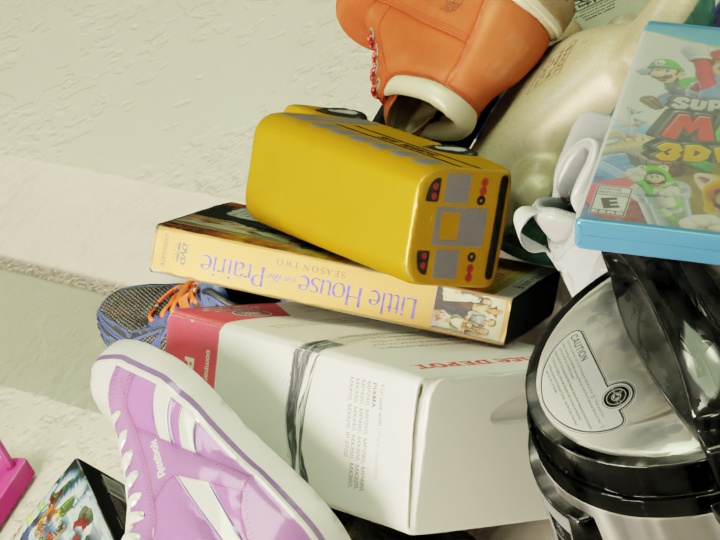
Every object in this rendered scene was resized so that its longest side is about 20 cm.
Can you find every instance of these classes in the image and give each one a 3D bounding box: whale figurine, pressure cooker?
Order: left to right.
[{"bbox_3d":[0.138,-0.076,1.598,0.200,0.104,0.159,-41,14,49],"label":"whale figurine"},{"bbox_3d":[0.172,0.076,1.383,0.176,0.200,0.179,9,47,38],"label":"pressure cooker"}]

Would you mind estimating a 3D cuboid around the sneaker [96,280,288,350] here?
[{"bbox_3d":[-0.078,0.020,1.753,0.200,0.079,0.075,-2,40,34],"label":"sneaker"}]

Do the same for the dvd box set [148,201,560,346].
[{"bbox_3d":[0.000,0.000,1.609,0.200,0.029,0.146,12,9,13],"label":"dvd box set"}]

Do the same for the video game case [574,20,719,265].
[{"bbox_3d":[0.190,-0.061,1.403,0.143,0.018,0.200,7,33,13],"label":"video game case"}]

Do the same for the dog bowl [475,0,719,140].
[{"bbox_3d":[0.154,-0.138,1.806,0.200,0.079,0.200,-18,34,13],"label":"dog bowl"}]

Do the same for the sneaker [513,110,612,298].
[{"bbox_3d":[0.174,-0.046,1.470,0.200,0.115,0.075,-40,23,9],"label":"sneaker"}]

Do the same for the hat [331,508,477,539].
[{"bbox_3d":[-0.029,0.174,1.502,0.200,0.081,0.201,-18,35,13],"label":"hat"}]

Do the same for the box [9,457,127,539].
[{"bbox_3d":[-0.155,0.205,1.540,0.137,0.040,0.200,-51,31,10],"label":"box"}]

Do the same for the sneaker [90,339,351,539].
[{"bbox_3d":[-0.105,0.115,1.474,0.114,0.073,0.200,-36,44,-16],"label":"sneaker"}]

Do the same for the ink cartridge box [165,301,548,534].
[{"bbox_3d":[0.012,0.074,1.548,0.145,0.085,0.200,-3,11,-43],"label":"ink cartridge box"}]

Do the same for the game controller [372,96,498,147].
[{"bbox_3d":[0.051,-0.104,1.719,0.104,0.042,0.200,-10,41,46],"label":"game controller"}]

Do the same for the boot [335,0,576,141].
[{"bbox_3d":[0.028,-0.127,1.663,0.107,0.075,0.200,-57,27,-11],"label":"boot"}]

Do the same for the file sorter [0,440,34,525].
[{"bbox_3d":[-0.329,0.125,1.744,0.200,0.126,0.139,-2,40,33],"label":"file sorter"}]

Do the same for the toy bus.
[{"bbox_3d":[0.003,-0.043,1.572,0.078,0.065,0.200,1,13,-35],"label":"toy bus"}]

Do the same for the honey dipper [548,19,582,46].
[{"bbox_3d":[0.081,-0.057,1.701,0.038,0.038,0.200,16,81,47],"label":"honey dipper"}]
